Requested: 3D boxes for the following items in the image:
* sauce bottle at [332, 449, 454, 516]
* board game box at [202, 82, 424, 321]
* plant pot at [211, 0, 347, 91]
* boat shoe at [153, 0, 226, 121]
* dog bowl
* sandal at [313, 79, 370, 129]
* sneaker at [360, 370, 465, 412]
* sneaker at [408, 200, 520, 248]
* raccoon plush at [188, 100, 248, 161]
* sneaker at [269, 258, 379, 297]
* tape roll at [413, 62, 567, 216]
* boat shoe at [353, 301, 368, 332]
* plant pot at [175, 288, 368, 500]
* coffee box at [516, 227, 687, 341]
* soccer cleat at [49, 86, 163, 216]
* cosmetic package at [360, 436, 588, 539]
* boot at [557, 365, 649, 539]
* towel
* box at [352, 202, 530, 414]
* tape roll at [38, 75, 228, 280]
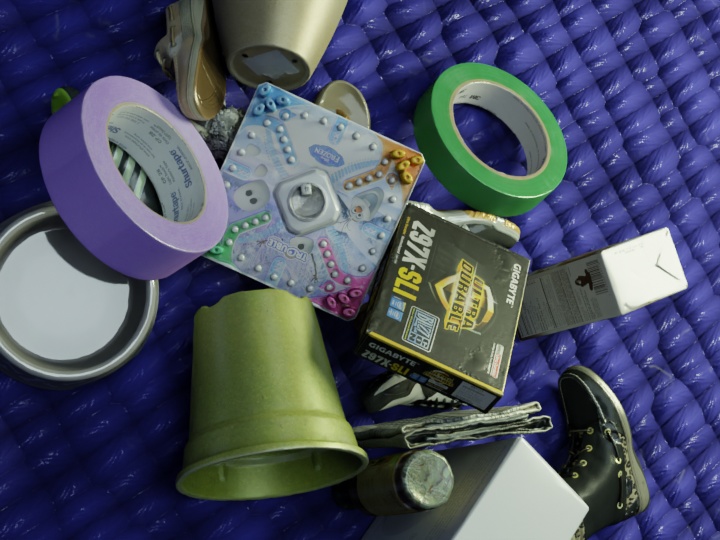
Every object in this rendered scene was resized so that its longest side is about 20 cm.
[{"bbox_3d":[0.026,0.230,1.368,0.065,0.200,0.065,7,74,-26],"label":"sauce bottle"},{"bbox_3d":[-0.057,-0.074,1.385,0.199,0.026,0.201,24,88,-4],"label":"board game box"},{"bbox_3d":[-0.092,-0.309,1.430,0.187,0.187,0.201,17,62,-24],"label":"plant pot"},{"bbox_3d":[-0.190,-0.232,1.410,0.072,0.065,0.200,64,16,-47],"label":"boat shoe"},{"bbox_3d":[-0.299,0.023,1.300,0.199,0.059,0.201,1,87,-18],"label":"dog bowl"},{"bbox_3d":[-0.028,-0.133,1.513,0.080,0.054,0.201,23,68,-21],"label":"sandal"},{"bbox_3d":[0.091,0.133,1.502,0.200,0.074,0.080,-19,89,-30],"label":"sneaker"},{"bbox_3d":[0.099,-0.033,1.558,0.199,0.076,0.088,6,88,-22],"label":"sneaker"},{"bbox_3d":[-0.122,-0.113,1.423,0.134,0.097,0.200,-19,72,-25],"label":"raccoon plush"},{"bbox_3d":[0.000,0.000,1.448,0.199,0.087,0.075,-20,94,-13],"label":"sneaker"},{"bbox_3d":[0.162,-0.164,1.597,0.200,0.048,0.201,15,55,-23],"label":"tape roll"},{"bbox_3d":[0.082,0.052,1.517,0.199,0.070,0.071,-12,80,-30],"label":"boat shoe"},{"bbox_3d":[-0.101,0.126,1.346,0.200,0.200,0.185,4,65,-27],"label":"plant pot"},{"bbox_3d":[0.280,0.019,1.557,0.114,0.200,0.080,-18,87,-30],"label":"coffee box"},{"bbox_3d":[-0.262,-0.114,1.383,0.081,0.067,0.200,-39,104,-40],"label":"soccer cleat"},{"bbox_3d":[0.107,0.300,1.394,0.123,0.200,0.199,45,62,-11],"label":"cosmetic package"},{"bbox_3d":[0.261,0.232,1.564,0.153,0.073,0.204,-25,93,-35],"label":"boot"},{"bbox_3d":[0.084,0.171,1.414,0.192,0.200,0.035,-2,85,-28],"label":"towel"},{"bbox_3d":[0.092,0.038,1.387,0.159,0.049,0.200,24,48,-5],"label":"box"},{"bbox_3d":[-0.224,-0.093,1.290,0.200,0.066,0.201,39,34,-33],"label":"tape roll"}]
